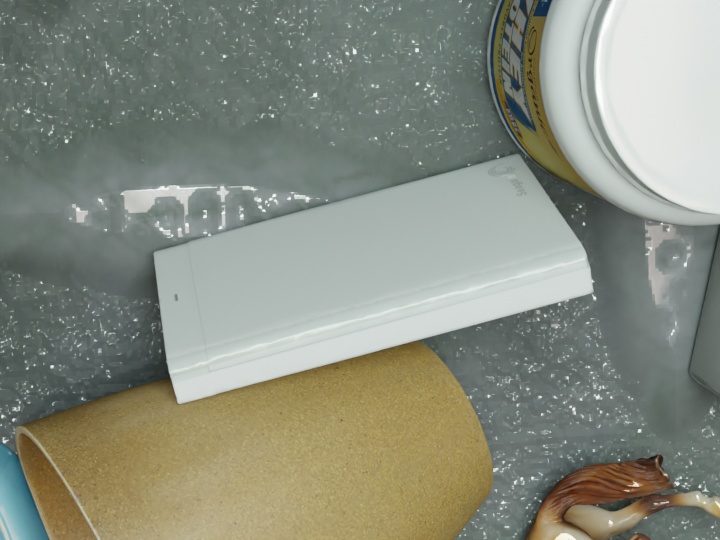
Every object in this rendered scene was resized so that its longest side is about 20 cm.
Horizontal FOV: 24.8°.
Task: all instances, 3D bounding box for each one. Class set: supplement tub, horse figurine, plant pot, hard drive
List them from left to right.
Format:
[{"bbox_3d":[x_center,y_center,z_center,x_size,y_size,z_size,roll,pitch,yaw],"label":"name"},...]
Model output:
[{"bbox_3d":[-0.040,0.116,0.807,0.199,0.186,0.188,-27,101,-19],"label":"plant pot"},{"bbox_3d":[0.000,0.000,0.805,0.198,0.132,0.026,-15,117,-3],"label":"hard drive"},{"bbox_3d":[0.129,0.184,0.883,0.131,0.050,0.202,1,107,11],"label":"horse figurine"},{"bbox_3d":[0.144,-0.099,0.770,0.143,0.200,0.146,-1,99,-6],"label":"supplement tub"}]

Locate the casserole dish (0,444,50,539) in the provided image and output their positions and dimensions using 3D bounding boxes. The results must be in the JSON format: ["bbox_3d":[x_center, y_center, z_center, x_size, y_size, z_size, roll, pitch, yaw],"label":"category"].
[{"bbox_3d":[-0.248,0.165,0.852,0.198,0.039,0.122,-18,100,-2],"label":"casserole dish"}]

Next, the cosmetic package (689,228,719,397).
[{"bbox_3d":[0.249,-0.023,0.853,0.106,0.090,0.202,12,100,-8],"label":"cosmetic package"}]
